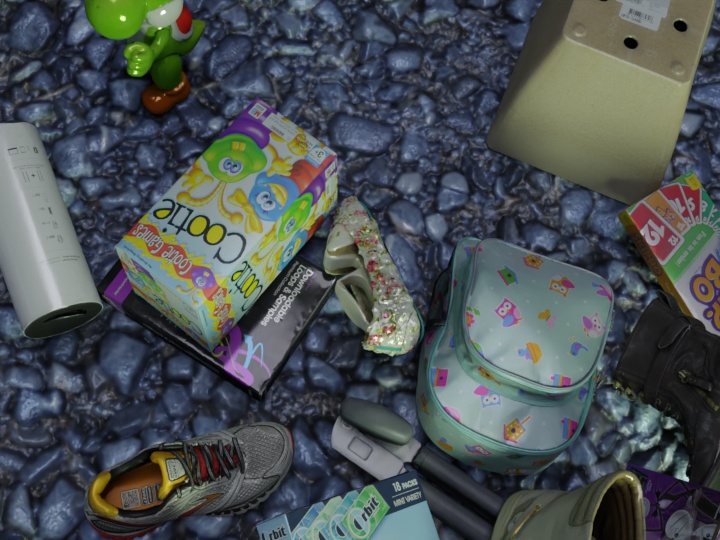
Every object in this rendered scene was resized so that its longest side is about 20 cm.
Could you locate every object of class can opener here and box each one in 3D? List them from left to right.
[{"bbox_3d":[0.060,0.188,0.919,0.198,0.067,0.054,33,67,9],"label":"can opener"}]

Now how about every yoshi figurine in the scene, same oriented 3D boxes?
[{"bbox_3d":[-0.230,-0.245,1.007,0.111,0.201,0.114,19,66,3],"label":"yoshi figurine"}]

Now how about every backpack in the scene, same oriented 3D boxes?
[{"bbox_3d":[0.142,0.082,0.930,0.173,0.154,0.203,19,70,-3],"label":"backpack"}]

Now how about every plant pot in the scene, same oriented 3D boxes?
[{"bbox_3d":[0.270,-0.221,1.055,0.197,0.178,0.202,22,67,5],"label":"plant pot"}]

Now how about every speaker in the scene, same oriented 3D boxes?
[{"bbox_3d":[-0.320,-0.039,0.964,0.080,0.081,0.203,-21,77,-14],"label":"speaker"}]

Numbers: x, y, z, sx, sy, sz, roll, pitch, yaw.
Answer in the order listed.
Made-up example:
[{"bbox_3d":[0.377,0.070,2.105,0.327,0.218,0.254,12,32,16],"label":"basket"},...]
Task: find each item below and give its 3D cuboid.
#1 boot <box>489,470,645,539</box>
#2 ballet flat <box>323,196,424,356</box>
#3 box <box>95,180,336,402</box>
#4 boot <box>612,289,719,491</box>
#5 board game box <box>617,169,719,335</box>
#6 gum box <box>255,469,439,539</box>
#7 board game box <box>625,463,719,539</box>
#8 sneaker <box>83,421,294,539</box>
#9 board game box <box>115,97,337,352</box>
[{"bbox_3d":[0.156,0.264,0.812,0.072,0.154,0.202,33,58,-14],"label":"boot"},{"bbox_3d":[0.000,0.000,0.967,0.063,0.076,0.201,-8,45,-21],"label":"ballet flat"},{"bbox_3d":[-0.142,0.019,0.992,0.198,0.036,0.144,31,68,10],"label":"box"},{"bbox_3d":[0.301,0.132,0.927,0.068,0.173,0.203,22,91,-30],"label":"boot"},{"bbox_3d":[0.361,0.003,1.034,0.095,0.030,0.202,-28,84,-16],"label":"board game box"},{"bbox_3d":[0.014,0.285,0.824,0.168,0.044,0.203,-5,72,-48],"label":"gum box"},{"bbox_3d":[0.228,0.266,0.818,0.032,0.120,0.202,36,75,-23],"label":"board game box"},{"bbox_3d":[-0.151,0.188,0.892,0.197,0.082,0.079,-20,69,-14],"label":"sneaker"},{"bbox_3d":[-0.121,-0.044,0.942,0.104,0.103,0.201,34,69,13],"label":"board game box"}]
